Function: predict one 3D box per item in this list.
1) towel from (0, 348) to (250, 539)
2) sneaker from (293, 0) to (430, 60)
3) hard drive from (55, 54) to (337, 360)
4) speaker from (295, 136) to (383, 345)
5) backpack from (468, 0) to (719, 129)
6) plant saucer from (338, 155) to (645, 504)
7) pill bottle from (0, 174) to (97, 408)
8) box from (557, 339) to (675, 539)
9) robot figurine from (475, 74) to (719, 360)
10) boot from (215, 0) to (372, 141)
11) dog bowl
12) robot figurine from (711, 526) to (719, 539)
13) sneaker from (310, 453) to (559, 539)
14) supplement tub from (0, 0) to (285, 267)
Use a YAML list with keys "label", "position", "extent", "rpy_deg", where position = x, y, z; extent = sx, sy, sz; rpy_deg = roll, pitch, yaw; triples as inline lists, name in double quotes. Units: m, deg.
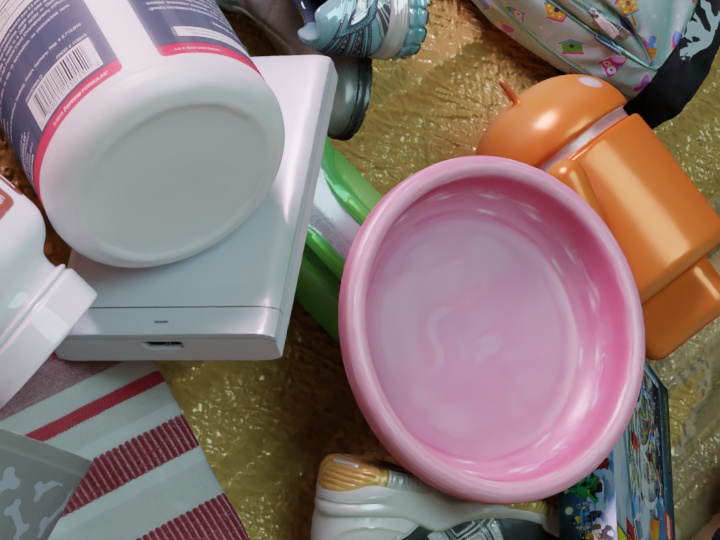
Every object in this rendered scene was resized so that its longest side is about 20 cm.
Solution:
- label: "towel"
  position: [-0.142, 0.126, 1.636]
  extent: [0.144, 0.023, 0.200]
  rpy_deg: [-26, 86, -41]
- label: "sneaker"
  position: [-0.028, -0.217, 1.770]
  extent: [0.086, 0.078, 0.200]
  rpy_deg: [-8, 63, -32]
- label: "hard drive"
  position: [-0.092, -0.037, 1.670]
  extent: [0.027, 0.131, 0.200]
  rpy_deg: [70, 24, -50]
- label: "speaker"
  position: [0.000, 0.000, 1.754]
  extent: [0.200, 0.088, 0.088]
  rpy_deg: [47, 50, -8]
- label: "backpack"
  position: [0.151, -0.207, 1.935]
  extent: [0.200, 0.127, 0.167]
  rpy_deg: [33, 56, -15]
- label: "plant saucer"
  position: [0.070, 0.036, 1.700]
  extent: [0.200, 0.051, 0.201]
  rpy_deg: [5, 79, -28]
- label: "pill bottle"
  position: [-0.242, -0.021, 1.565]
  extent: [0.200, 0.112, 0.112]
  rpy_deg: [41, 51, -5]
- label: "box"
  position: [0.155, 0.141, 1.782]
  extent: [0.137, 0.038, 0.201]
  rpy_deg: [50, 36, -58]
- label: "robot figurine"
  position: [0.150, -0.040, 1.855]
  extent: [0.144, 0.117, 0.200]
  rpy_deg: [-34, 84, -42]
- label: "boot"
  position: [-0.075, -0.167, 1.803]
  extent: [0.130, 0.068, 0.200]
  rpy_deg: [-1, 62, -31]
- label: "dog bowl"
  position: [-0.238, 0.094, 1.477]
  extent: [0.200, 0.200, 0.059]
  rpy_deg: [20, 83, -27]
- label: "robot figurine"
  position: [0.313, 0.184, 1.862]
  extent: [0.150, 0.125, 0.201]
  rpy_deg: [0, 68, -55]
- label: "sneaker"
  position: [0.043, 0.162, 1.730]
  extent: [0.200, 0.076, 0.088]
  rpy_deg: [12, 91, -41]
- label: "supplement tub"
  position: [-0.139, -0.112, 1.634]
  extent: [0.140, 0.141, 0.200]
  rpy_deg: [3, 40, -34]
